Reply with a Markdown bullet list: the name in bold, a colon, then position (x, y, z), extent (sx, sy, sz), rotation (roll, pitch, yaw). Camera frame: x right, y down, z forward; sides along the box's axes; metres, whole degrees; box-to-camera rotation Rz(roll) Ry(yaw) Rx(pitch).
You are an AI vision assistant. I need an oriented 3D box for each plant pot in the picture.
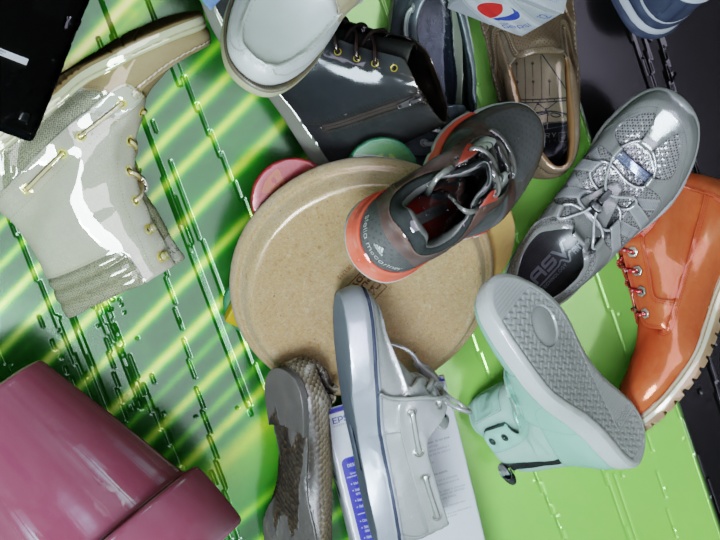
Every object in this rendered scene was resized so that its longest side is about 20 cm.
- **plant pot**: position (-0.210, 0.170, 1.317), extent (0.200, 0.200, 0.179), rotation (-40, 87, -4)

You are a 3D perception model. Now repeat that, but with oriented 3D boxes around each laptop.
- **laptop**: position (-0.272, -0.215, 1.265), extent (0.176, 0.103, 0.201), rotation (18, 97, -37)

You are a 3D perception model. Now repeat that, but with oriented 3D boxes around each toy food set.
- **toy food set**: position (0.000, 0.000, 1.374), extent (0.197, 0.049, 0.201), rotation (21, 114, -19)

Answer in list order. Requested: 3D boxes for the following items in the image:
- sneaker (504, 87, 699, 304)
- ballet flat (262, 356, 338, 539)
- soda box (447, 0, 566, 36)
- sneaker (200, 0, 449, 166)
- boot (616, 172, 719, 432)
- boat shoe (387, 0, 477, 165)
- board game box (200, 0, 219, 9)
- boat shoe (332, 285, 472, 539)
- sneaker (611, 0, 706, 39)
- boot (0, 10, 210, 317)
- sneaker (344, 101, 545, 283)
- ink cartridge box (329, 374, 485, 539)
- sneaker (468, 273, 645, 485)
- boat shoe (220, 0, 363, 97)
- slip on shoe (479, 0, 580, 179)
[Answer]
- **sneaker**: position (0.173, -0.040, 1.370), extent (0.075, 0.082, 0.201), rotation (35, 111, 3)
- **ballet flat**: position (-0.038, 0.154, 1.392), extent (0.046, 0.067, 0.202), rotation (-21, 119, -40)
- **soda box**: position (0.121, -0.273, 1.349), extent (0.063, 0.068, 0.202), rotation (17, 77, -18)
- **sneaker**: position (-0.025, -0.165, 1.340), extent (0.106, 0.075, 0.200), rotation (-26, 114, 29)
- **boot**: position (0.222, 0.018, 1.438), extent (0.107, 0.075, 0.201), rotation (25, 86, -7)
- **boat shoe**: position (0.051, -0.112, 1.387), extent (0.072, 0.062, 0.202), rotation (-2, 98, -12)
- **board game box**: position (-0.074, -0.286, 1.309), extent (0.200, 0.135, 0.034), rotation (-46, 140, -3)
- **boat shoe**: position (0.035, 0.100, 1.358), extent (0.085, 0.075, 0.204), rotation (-13, 108, -8)
- **sneaker**: position (0.235, -0.263, 1.409), extent (0.070, 0.109, 0.201), rotation (20, 63, -10)
- **boot**: position (-0.162, -0.076, 1.347), extent (0.199, 0.072, 0.155), rotation (-33, 101, 0)
- **sneaker**: position (0.077, -0.057, 1.296), extent (0.200, 0.082, 0.077), rotation (-42, 101, -37)
- **ink cartridge box**: position (0.037, 0.181, 1.434), extent (0.099, 0.039, 0.202), rotation (-14, 101, -8)
- **sneaker**: position (0.109, 0.085, 1.382), extent (0.201, 0.118, 0.074), rotation (49, 44, -33)
- **boat shoe**: position (-0.028, -0.200, 1.275), extent (0.075, 0.068, 0.201), rotation (35, 54, -8)
- **slip on shoe**: position (0.125, -0.166, 1.396), extent (0.075, 0.061, 0.202), rotation (-6, 98, -10)
